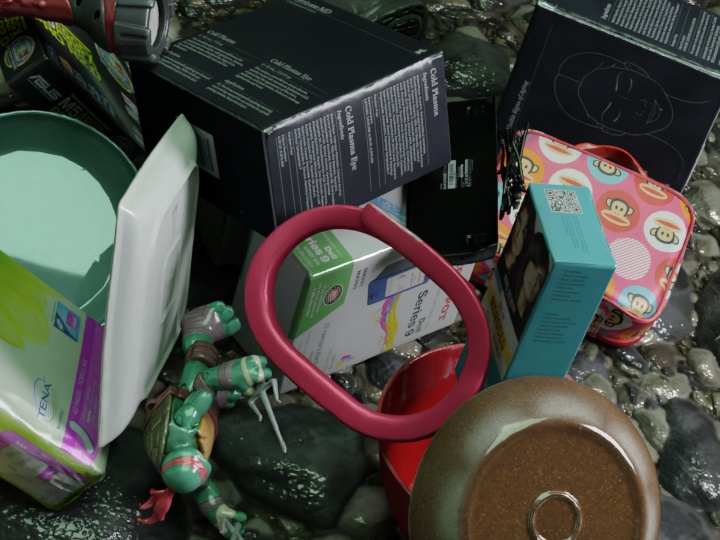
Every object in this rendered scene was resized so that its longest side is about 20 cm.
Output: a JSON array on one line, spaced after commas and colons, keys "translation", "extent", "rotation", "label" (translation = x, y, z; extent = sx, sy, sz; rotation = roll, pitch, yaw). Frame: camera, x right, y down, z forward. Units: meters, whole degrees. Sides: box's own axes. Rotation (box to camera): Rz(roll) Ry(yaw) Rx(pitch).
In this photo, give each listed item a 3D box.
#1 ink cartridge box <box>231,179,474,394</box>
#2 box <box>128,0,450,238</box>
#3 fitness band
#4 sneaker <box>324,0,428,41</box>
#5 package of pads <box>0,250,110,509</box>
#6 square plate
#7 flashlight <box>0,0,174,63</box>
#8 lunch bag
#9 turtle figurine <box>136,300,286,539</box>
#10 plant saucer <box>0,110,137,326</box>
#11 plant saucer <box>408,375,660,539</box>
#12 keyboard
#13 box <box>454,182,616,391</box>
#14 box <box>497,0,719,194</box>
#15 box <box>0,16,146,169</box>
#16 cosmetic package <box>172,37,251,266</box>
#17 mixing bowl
[{"translation": [0.000, 0.000, 1.453], "extent": [0.199, 0.146, 0.088], "rotation": [-21, 55, -34], "label": "ink cartridge box"}, {"translation": [-0.057, -0.131, 1.402], "extent": [0.181, 0.105, 0.200], "rotation": [-27, 37, -28], "label": "box"}, {"translation": [0.006, 0.037, 1.278], "extent": [0.200, 0.144, 0.037], "rotation": [39, 2, 12], "label": "fitness band"}, {"translation": [-0.028, -0.255, 1.773], "extent": [0.199, 0.076, 0.091], "rotation": [-12, 40, -37], "label": "sneaker"}, {"translation": [-0.272, 0.071, 1.286], "extent": [0.200, 0.068, 0.155], "rotation": [39, 33, -28], "label": "package of pads"}, {"translation": [-0.157, 0.005, 1.306], "extent": [0.028, 0.200, 0.200], "rotation": [11, 25, 3], "label": "square plate"}, {"translation": [-0.254, -0.211, 1.390], "extent": [0.198, 0.069, 0.068], "rotation": [7, 6, 10], "label": "flashlight"}, {"translation": [0.203, -0.043, 1.580], "extent": [0.199, 0.082, 0.177], "rotation": [25, 62, 3], "label": "lunch bag"}, {"translation": [-0.116, 0.119, 1.298], "extent": [0.100, 0.151, 0.201], "rotation": [12, 30, -11], "label": "turtle figurine"}, {"translation": [-0.272, -0.032, 1.427], "extent": [0.198, 0.036, 0.202], "rotation": [4, 77, -16], "label": "plant saucer"}, {"translation": [0.133, 0.177, 1.223], "extent": [0.199, 0.037, 0.202], "rotation": [0, 90, -17], "label": "plant saucer"}, {"translation": [0.092, -0.069, 1.433], "extent": [0.103, 0.040, 0.201], "rotation": [-5, 44, 10], "label": "keyboard"}, {"translation": [0.125, 0.037, 1.258], "extent": [0.049, 0.201, 0.083], "rotation": [3, 44, -15], "label": "box"}, {"translation": [0.242, -0.167, 1.662], "extent": [0.195, 0.201, 0.124], "rotation": [22, 38, 4], "label": "box"}, {"translation": [-0.258, -0.175, 1.526], "extent": [0.044, 0.200, 0.161], "rotation": [-32, 51, 9], "label": "box"}, {"translation": [-0.125, -0.114, 1.559], "extent": [0.090, 0.107, 0.200], "rotation": [-13, 49, -27], "label": "cosmetic package"}, {"translation": [0.098, 0.166, 1.343], "extent": [0.198, 0.109, 0.201], "rotation": [9, 44, -9], "label": "mixing bowl"}]
